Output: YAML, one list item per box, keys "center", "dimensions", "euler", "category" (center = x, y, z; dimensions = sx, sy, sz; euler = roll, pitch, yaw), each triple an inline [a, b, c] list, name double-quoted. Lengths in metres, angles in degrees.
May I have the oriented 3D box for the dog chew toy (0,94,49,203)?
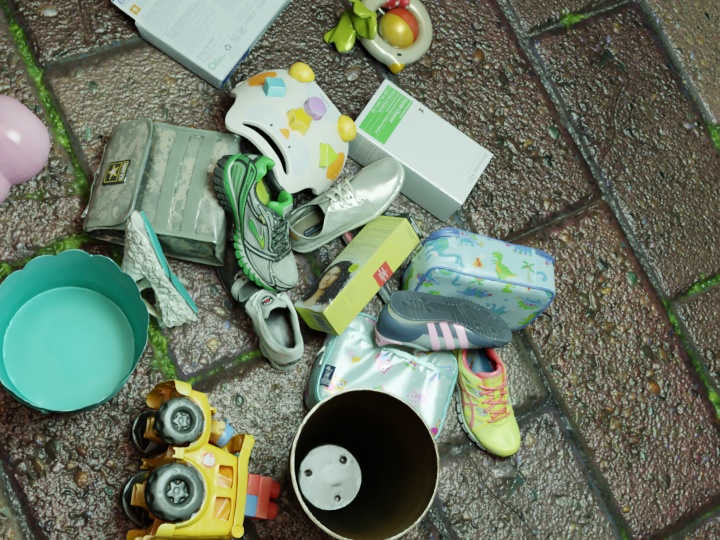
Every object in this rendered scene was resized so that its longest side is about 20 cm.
- center: [-0.505, -0.134, 1.326]
  dimensions: [0.125, 0.125, 0.200]
  euler: [38, 76, -2]
  category: "dog chew toy"

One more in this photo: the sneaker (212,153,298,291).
- center: [-0.125, -0.059, 1.331]
  dimensions: [0.078, 0.085, 0.200]
  euler: [-48, 127, -46]
  category: "sneaker"

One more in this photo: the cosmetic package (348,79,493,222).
- center: [0.083, -0.178, 1.519]
  dimensions: [0.200, 0.085, 0.108]
  euler: [33, 67, -3]
  category: "cosmetic package"

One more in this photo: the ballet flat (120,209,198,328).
- center: [-0.273, 0.010, 1.320]
  dimensions: [0.072, 0.200, 0.072]
  euler: [-10, 46, 10]
  category: "ballet flat"

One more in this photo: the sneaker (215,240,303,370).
- center: [-0.132, 0.037, 1.396]
  dimensions: [0.074, 0.089, 0.200]
  euler: [-30, 83, -20]
  category: "sneaker"

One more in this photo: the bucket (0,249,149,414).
- center: [-0.373, 0.086, 1.286]
  dimensions: [0.207, 0.135, 0.207]
  euler: [4, 73, -14]
  category: "bucket"

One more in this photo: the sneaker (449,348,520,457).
- center: [0.179, 0.171, 1.441]
  dimensions: [0.078, 0.090, 0.200]
  euler: [-21, 82, -22]
  category: "sneaker"

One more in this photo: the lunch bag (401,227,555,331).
- center: [0.164, 0.019, 1.445]
  dimensions: [0.200, 0.161, 0.083]
  euler: [11, 58, -12]
  category: "lunch bag"

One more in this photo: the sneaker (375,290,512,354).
- center: [0.111, 0.082, 1.388]
  dimensions: [0.200, 0.082, 0.070]
  euler: [14, 39, -24]
  category: "sneaker"

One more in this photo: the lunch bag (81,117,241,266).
- center: [-0.272, -0.112, 1.382]
  dimensions: [0.200, 0.118, 0.164]
  euler: [9, 71, 3]
  category: "lunch bag"

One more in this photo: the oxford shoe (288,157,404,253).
- center: [-0.023, -0.096, 1.444]
  dimensions: [0.200, 0.058, 0.075]
  euler: [-33, 62, -1]
  category: "oxford shoe"

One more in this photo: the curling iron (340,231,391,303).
- center: [0.005, -0.030, 1.483]
  dimensions: [0.050, 0.026, 0.200]
  euler: [-25, 82, -12]
  category: "curling iron"

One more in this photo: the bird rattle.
- center: [0.042, -0.398, 1.585]
  dimensions: [0.163, 0.113, 0.200]
  euler: [47, 55, -11]
  category: "bird rattle"

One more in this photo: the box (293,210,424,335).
- center: [0.000, 0.000, 1.415]
  dimensions: [0.200, 0.075, 0.050]
  euler: [-49, 123, -24]
  category: "box"

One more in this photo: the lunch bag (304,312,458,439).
- center: [0.029, 0.151, 1.411]
  dimensions: [0.200, 0.077, 0.161]
  euler: [24, 70, -8]
  category: "lunch bag"

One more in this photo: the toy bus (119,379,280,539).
- center: [-0.196, 0.255, 1.299]
  dimensions: [0.192, 0.136, 0.200]
  euler: [12, 68, -26]
  category: "toy bus"

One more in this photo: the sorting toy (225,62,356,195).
- center: [-0.107, -0.187, 1.404]
  dimensions: [0.200, 0.107, 0.180]
  euler: [50, 35, -8]
  category: "sorting toy"

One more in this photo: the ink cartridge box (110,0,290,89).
- center: [-0.237, -0.402, 1.517]
  dimensions: [0.200, 0.041, 0.200]
  euler: [36, 68, -3]
  category: "ink cartridge box"

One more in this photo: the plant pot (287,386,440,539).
- center: [-0.019, 0.258, 1.301]
  dimensions: [0.187, 0.200, 0.187]
  euler: [4, 74, -15]
  category: "plant pot"
